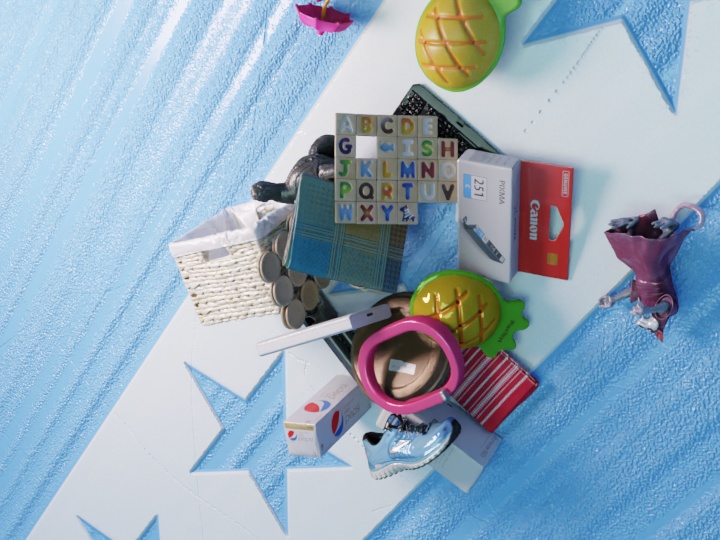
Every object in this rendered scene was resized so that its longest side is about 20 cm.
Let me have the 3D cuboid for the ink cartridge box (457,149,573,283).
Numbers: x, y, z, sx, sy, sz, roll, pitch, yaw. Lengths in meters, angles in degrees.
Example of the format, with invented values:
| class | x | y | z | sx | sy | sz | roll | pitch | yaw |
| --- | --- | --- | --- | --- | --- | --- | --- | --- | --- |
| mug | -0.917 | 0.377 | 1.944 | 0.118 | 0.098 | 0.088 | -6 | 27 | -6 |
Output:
| class | x | y | z | sx | sy | sz | roll | pitch | yaw |
| --- | --- | --- | --- | --- | --- | --- | --- | --- | --- |
| ink cartridge box | 0.237 | -0.076 | 1.602 | 0.173 | 0.045 | 0.203 | 12 | 124 | 26 |

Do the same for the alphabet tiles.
| class | x | y | z | sx | sy | sz | roll | pitch | yaw |
| --- | --- | --- | --- | --- | --- | --- | --- | --- | --- |
| alphabet tiles | 0.057 | -0.156 | 1.601 | 0.196 | 0.008 | 0.171 | 0 | 88 | -11 |

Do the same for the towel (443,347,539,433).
| class | x | y | z | sx | sy | sz | roll | pitch | yaw |
| --- | --- | --- | --- | --- | --- | --- | --- | --- | --- |
| towel | 0.192 | 0.166 | 1.751 | 0.200 | 0.022 | 0.145 | 44 | 125 | 10 |

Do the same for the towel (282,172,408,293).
| class | x | y | z | sx | sy | sz | roll | pitch | yaw |
| --- | --- | --- | --- | --- | --- | --- | --- | --- | --- |
| towel | -0.019 | -0.055 | 1.604 | 0.022 | 0.197 | 0.150 | -2 | 76 | 64 |

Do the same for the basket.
| class | x | y | z | sx | sy | sz | roll | pitch | yaw |
| --- | --- | --- | --- | --- | --- | --- | --- | --- | --- |
| basket | -0.185 | -0.021 | 1.783 | 0.195 | 0.200 | 0.164 | -9 | 106 | 31 |

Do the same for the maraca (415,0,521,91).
| class | x | y | z | sx | sy | sz | roll | pitch | yaw |
| --- | --- | --- | --- | --- | --- | --- | --- | --- | --- |
| maraca | 0.155 | -0.359 | 1.513 | 0.136 | 0.107 | 0.202 | 35 | 121 | 9 |

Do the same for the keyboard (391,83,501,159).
| class | x | y | z | sx | sy | sz | roll | pitch | yaw |
| --- | --- | --- | --- | --- | --- | --- | --- | --- | --- |
| keyboard | 0.129 | -0.195 | 1.639 | 0.200 | 0.040 | 0.105 | 42 | 122 | 10 |

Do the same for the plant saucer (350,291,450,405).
| class | x | y | z | sx | sy | sz | roll | pitch | yaw |
| --- | --- | --- | --- | --- | --- | --- | --- | --- | --- |
| plant saucer | 0.065 | 0.132 | 1.742 | 0.197 | 0.029 | 0.204 | -9 | 72 | 27 |

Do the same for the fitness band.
| class | x | y | z | sx | sy | sz | roll | pitch | yaw |
| --- | --- | --- | --- | --- | --- | --- | --- | --- | --- |
| fitness band | 0.078 | 0.152 | 1.649 | 0.198 | 0.037 | 0.146 | -26 | 90 | 41 |

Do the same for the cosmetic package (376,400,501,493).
| class | x | y | z | sx | sy | sz | roll | pitch | yaw |
| --- | --- | --- | --- | --- | --- | --- | --- | --- | --- |
| cosmetic package | 0.135 | 0.278 | 1.777 | 0.198 | 0.102 | 0.075 | 33 | 122 | 13 |

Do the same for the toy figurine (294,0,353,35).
| class | x | y | z | sx | sy | sz | roll | pitch | yaw |
| --- | --- | --- | --- | --- | --- | --- | --- | --- | --- |
| toy figurine | -0.036 | -0.456 | 1.593 | 0.183 | 0.148 | 0.203 | -32 | 70 | 43 |

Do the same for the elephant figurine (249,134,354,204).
| class | x | y | z | sx | sy | sz | roll | pitch | yaw |
| --- | --- | --- | --- | --- | --- | --- | --- | --- | --- |
| elephant figurine | -0.051 | -0.143 | 1.656 | 0.140 | 0.199 | 0.158 | 4 | 69 | 41 |

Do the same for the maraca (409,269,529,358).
| class | x | y | z | sx | sy | sz | roll | pitch | yaw |
| --- | --- | --- | --- | --- | --- | --- | --- | --- | --- |
| maraca | 0.174 | 0.070 | 1.660 | 0.197 | 0.108 | 0.138 | 22 | 119 | -12 |

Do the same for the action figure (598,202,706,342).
| class | x | y | z | sx | sy | sz | roll | pitch | yaw |
| --- | --- | --- | --- | --- | --- | --- | --- | --- | --- |
| action figure | 0.435 | 0.008 | 1.534 | 0.147 | 0.134 | 0.203 | -25 | 114 | -9 |

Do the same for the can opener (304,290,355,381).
| class | x | y | z | sx | sy | sz | roll | pitch | yaw |
| --- | --- | --- | --- | --- | --- | --- | --- | --- | --- |
| can opener | -0.051 | 0.113 | 1.857 | 0.201 | 0.053 | 0.067 | 53 | 156 | 1 |

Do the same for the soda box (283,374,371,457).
| class | x | y | z | sx | sy | sz | roll | pitch | yaw |
| --- | --- | --- | --- | --- | --- | --- | --- | --- | --- |
| soda box | -0.055 | 0.252 | 1.811 | 0.067 | 0.200 | 0.065 | -1 | 109 | 28 |

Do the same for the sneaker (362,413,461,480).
| class | x | y | z | sx | sy | sz | roll | pitch | yaw |
| --- | --- | --- | --- | --- | --- | --- | --- | --- | --- |
| sneaker | 0.076 | 0.278 | 1.706 | 0.198 | 0.078 | 0.091 | -27 | 91 | 34 |

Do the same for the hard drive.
| class | x | y | z | sx | sy | sz | roll | pitch | yaw |
| --- | --- | --- | --- | --- | --- | --- | --- | --- | --- |
| hard drive | -0.062 | 0.100 | 1.737 | 0.197 | 0.131 | 0.027 | -18 | 88 | 32 |

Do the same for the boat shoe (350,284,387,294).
| class | x | y | z | sx | sy | sz | roll | pitch | yaw |
| --- | --- | --- | --- | --- | --- | --- | --- | --- | --- |
| boat shoe | 0.000 | 0.000 | 1.696 | 0.075 | 0.199 | 0.069 | -45 | 47 | 13 |

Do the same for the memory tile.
| class | x | y | z | sx | sy | sz | roll | pitch | yaw |
| --- | --- | --- | --- | --- | --- | --- | --- | --- | --- |
| memory tile | -0.098 | -0.016 | 1.721 | 0.017 | 0.201 | 0.155 | -2 | 130 | 35 |
